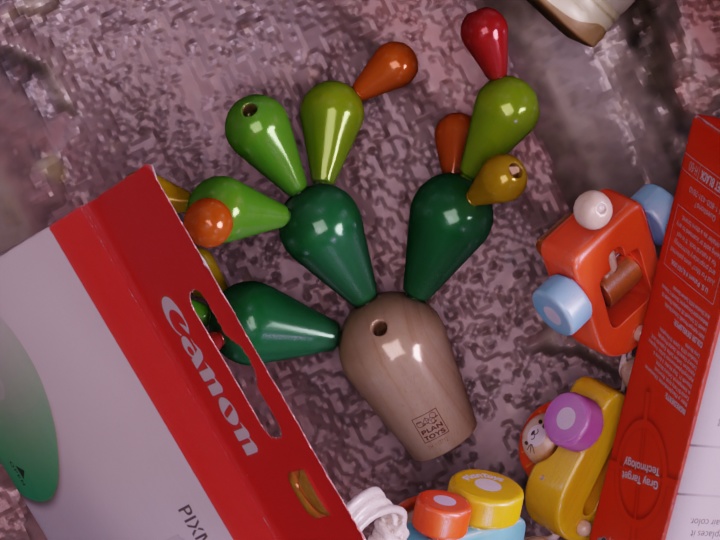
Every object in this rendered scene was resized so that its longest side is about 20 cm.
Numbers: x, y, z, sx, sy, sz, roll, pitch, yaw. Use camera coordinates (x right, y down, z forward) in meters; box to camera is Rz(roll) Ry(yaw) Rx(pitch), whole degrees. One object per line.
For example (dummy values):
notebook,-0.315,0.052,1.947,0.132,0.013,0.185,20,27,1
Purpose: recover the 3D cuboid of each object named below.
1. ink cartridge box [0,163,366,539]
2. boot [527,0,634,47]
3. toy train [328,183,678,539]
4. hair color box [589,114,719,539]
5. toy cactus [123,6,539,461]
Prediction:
ink cartridge box,-0.091,0.058,1.002,0.050,0.200,0.162,-32,93,-24
boot,0.073,-0.210,1.038,0.155,0.072,0.200,-45,98,4
toy train,0.055,0.058,1.036,0.200,0.055,0.151,-45,136,-18
hair color box,0.161,0.047,1.027,0.101,0.061,0.201,5,108,-23
toy cactus,0.000,0.000,1.053,0.199,0.102,0.166,-32,103,-5
